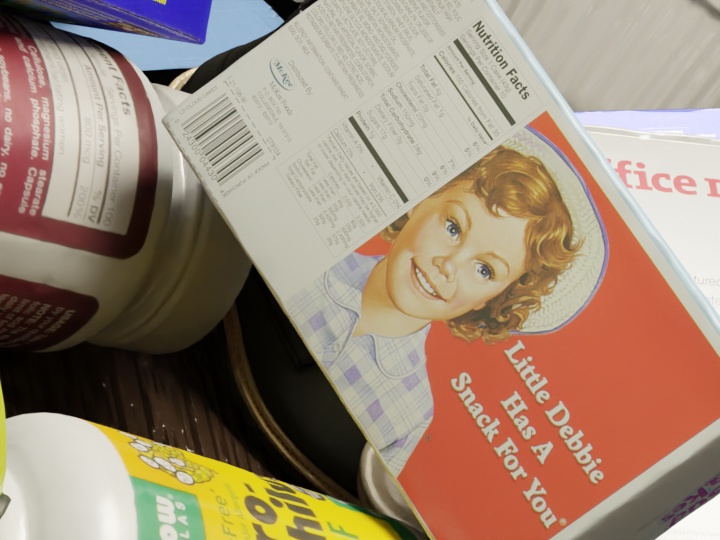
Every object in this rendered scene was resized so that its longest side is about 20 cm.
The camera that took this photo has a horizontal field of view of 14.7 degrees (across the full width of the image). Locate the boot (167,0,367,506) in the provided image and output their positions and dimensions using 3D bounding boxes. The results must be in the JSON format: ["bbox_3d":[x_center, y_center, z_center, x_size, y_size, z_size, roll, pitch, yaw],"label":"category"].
[{"bbox_3d":[0.000,0.000,1.030,0.077,0.138,0.201,-34,91,-32],"label":"boot"}]

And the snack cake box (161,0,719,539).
[{"bbox_3d":[0.038,0.001,0.907,0.200,0.115,0.067,57,6,21],"label":"snack cake box"}]

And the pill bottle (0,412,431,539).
[{"bbox_3d":[-0.072,0.107,0.844,0.199,0.113,0.113,21,34,-36],"label":"pill bottle"}]

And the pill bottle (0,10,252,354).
[{"bbox_3d":[-0.137,-0.035,0.961,0.199,0.114,0.114,15,37,-43],"label":"pill bottle"}]

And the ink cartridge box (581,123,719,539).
[{"bbox_3d":[0.117,0.057,1.005,0.144,0.084,0.201,5,58,-17],"label":"ink cartridge box"}]

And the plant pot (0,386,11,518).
[{"bbox_3d":[-0.206,0.064,0.646,0.181,0.200,0.199,43,26,-11],"label":"plant pot"}]

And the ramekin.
[{"bbox_3d":[0.119,-0.115,1.371,0.200,0.105,0.200,35,3,-2],"label":"ramekin"}]

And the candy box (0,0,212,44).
[{"bbox_3d":[-0.170,-0.140,0.966,0.199,0.078,0.169,10,-2,27],"label":"candy box"}]

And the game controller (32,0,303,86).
[{"bbox_3d":[-0.077,-0.092,1.148,0.199,0.042,0.104,-6,46,-35],"label":"game controller"}]

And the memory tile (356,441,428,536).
[{"bbox_3d":[0.076,0.148,0.994,0.152,0.017,0.201,6,56,-18],"label":"memory tile"}]

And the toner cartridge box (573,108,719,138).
[{"bbox_3d":[0.073,-0.015,1.163,0.199,0.043,0.096,-2,71,-17],"label":"toner cartridge box"}]
